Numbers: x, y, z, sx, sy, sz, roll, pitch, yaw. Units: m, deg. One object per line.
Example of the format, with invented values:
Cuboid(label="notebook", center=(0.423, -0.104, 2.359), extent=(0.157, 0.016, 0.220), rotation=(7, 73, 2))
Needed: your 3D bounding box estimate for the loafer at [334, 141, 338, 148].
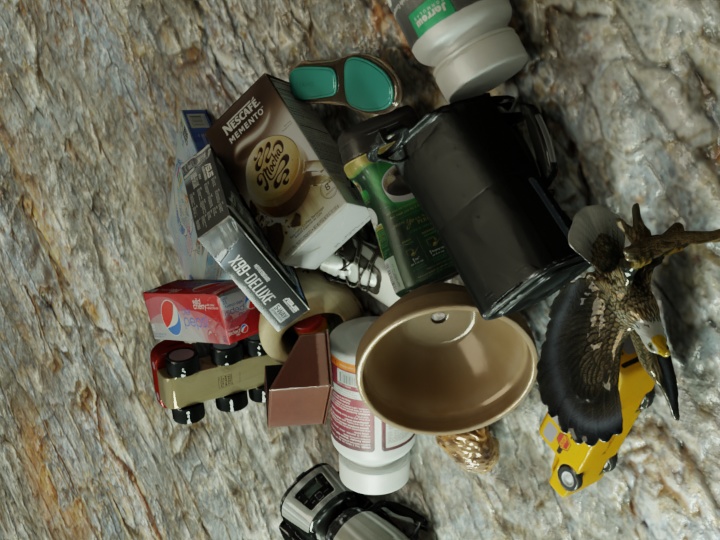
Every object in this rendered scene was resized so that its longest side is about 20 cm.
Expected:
Cuboid(label="loafer", center=(-0.058, -0.135, 1.811), extent=(0.198, 0.070, 0.071), rotation=(21, 104, 29))

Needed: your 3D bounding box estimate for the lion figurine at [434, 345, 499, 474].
Cuboid(label="lion figurine", center=(0.122, 0.133, 1.694), extent=(0.122, 0.072, 0.202), rotation=(31, 126, 30))

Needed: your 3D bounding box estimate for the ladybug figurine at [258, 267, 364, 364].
Cuboid(label="ladybug figurine", center=(-0.066, 0.056, 1.847), extent=(0.201, 0.134, 0.073), rotation=(73, 175, -61))

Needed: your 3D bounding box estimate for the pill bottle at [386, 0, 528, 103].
Cuboid(label="pill bottle", center=(0.086, -0.281, 1.497), extent=(0.113, 0.112, 0.202), rotation=(-39, 75, 54))

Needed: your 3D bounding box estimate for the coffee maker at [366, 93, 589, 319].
Cuboid(label="coffee maker", center=(0.122, -0.058, 1.480), extent=(0.201, 0.191, 0.135), rotation=(60, 152, 15))

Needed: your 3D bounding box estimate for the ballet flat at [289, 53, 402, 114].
Cuboid(label="ballet flat", center=(-0.001, -0.219, 1.686), extent=(0.199, 0.067, 0.069), rotation=(18, 113, 48))

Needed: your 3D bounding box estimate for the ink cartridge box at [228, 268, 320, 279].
Cuboid(label="ink cartridge box", center=(-0.096, -0.012, 1.919), extent=(0.117, 0.067, 0.201), rotation=(54, 144, 21))

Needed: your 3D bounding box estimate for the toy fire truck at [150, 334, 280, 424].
Cuboid(label="toy fire truck", center=(-0.220, 0.104, 2.070), extent=(0.200, 0.174, 0.130), rotation=(-143, 44, -58))

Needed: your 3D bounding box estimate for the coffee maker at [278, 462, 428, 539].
Cuboid(label="coffee maker", center=(-0.008, 0.378, 1.938), extent=(0.200, 0.134, 0.194), rotation=(37, 135, 38))

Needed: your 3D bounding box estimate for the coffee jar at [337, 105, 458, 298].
Cuboid(label="coffee jar", center=(0.051, -0.079, 1.651), extent=(0.085, 0.103, 0.202), rotation=(140, 108, -81))

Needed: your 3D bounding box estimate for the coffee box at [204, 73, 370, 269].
Cuboid(label="coffee box", center=(-0.083, -0.117, 1.734), extent=(0.113, 0.080, 0.201), rotation=(-42, 66, 21))

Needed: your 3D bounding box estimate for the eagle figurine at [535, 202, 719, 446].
Cuboid(label="eagle figurine", center=(0.252, 0.051, 1.385), extent=(0.150, 0.151, 0.202), rotation=(15, 125, 7))

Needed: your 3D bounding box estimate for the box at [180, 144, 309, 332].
Cuboid(label="box", center=(-0.138, -0.041, 1.725), extent=(0.158, 0.050, 0.201), rotation=(52, -172, -29))

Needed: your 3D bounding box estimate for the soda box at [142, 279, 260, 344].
Cuboid(label="soda box", center=(-0.206, 0.053, 1.922), extent=(0.199, 0.063, 0.071), rotation=(-1, 106, 54))

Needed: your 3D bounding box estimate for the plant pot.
Cuboid(label="plant pot", center=(0.090, 0.080, 1.600), extent=(0.093, 0.198, 0.202), rotation=(-95, 16, -46))

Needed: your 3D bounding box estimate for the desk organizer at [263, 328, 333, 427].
Cuboid(label="desk organizer", center=(-0.078, 0.138, 1.812), extent=(0.200, 0.076, 0.073), rotation=(102, 163, -71))

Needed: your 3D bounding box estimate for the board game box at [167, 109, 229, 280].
Cuboid(label="board game box", center=(-0.216, -0.081, 2.016), extent=(0.201, 0.043, 0.201), rotation=(-115, 30, -44))

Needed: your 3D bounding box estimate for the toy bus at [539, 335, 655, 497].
Cuboid(label="toy bus", center=(0.245, 0.147, 1.536), extent=(0.078, 0.065, 0.201), rotation=(48, 140, 28))

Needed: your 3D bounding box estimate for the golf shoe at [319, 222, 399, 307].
Cuboid(label="golf shoe", center=(0.000, 0.000, 1.772), extent=(0.200, 0.094, 0.078), rotation=(39, 131, 34))

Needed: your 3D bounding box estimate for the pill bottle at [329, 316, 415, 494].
Cuboid(label="pill bottle", center=(0.016, 0.168, 1.821), extent=(0.109, 0.109, 0.202), rotation=(27, 127, 44))
